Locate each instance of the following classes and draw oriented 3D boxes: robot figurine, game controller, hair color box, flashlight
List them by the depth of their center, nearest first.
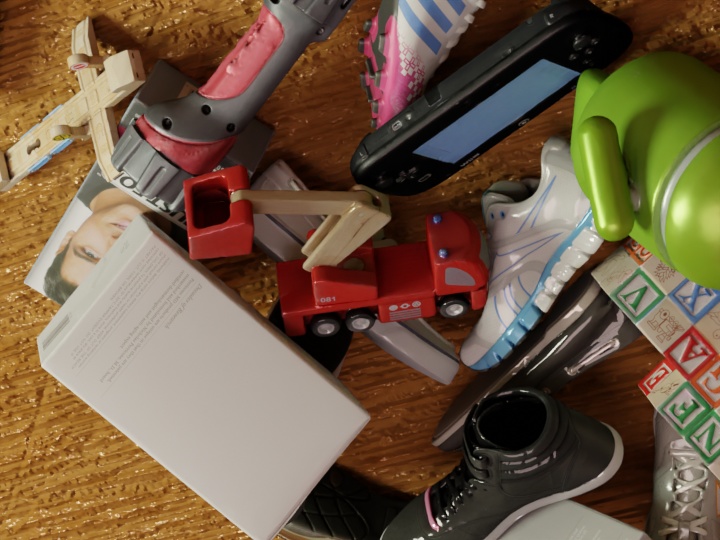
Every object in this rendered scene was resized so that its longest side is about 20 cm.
[{"bbox_3d":[0.212,-0.063,1.447,0.174,0.200,0.117,-10,122,-27],"label":"robot figurine"},{"bbox_3d":[0.086,-0.110,1.504,0.199,0.042,0.104,-34,151,23],"label":"game controller"},{"bbox_3d":[-0.086,-0.135,1.527,0.068,0.068,0.201,42,104,22],"label":"flashlight"},{"bbox_3d":[-0.154,-0.045,1.656,0.099,0.061,0.200,32,128,-6],"label":"hair color box"}]

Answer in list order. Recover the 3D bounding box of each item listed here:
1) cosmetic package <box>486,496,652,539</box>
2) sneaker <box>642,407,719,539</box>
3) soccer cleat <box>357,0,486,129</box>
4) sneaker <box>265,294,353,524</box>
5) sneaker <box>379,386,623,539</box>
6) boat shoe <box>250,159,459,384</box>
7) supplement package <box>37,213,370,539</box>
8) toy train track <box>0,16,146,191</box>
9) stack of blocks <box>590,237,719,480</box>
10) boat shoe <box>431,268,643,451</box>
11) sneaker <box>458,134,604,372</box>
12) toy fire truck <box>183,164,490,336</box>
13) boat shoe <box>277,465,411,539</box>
[{"bbox_3d":[0.133,0.221,1.665,0.090,0.107,0.199,42,168,-34],"label":"cosmetic package"},{"bbox_3d":[0.242,0.170,1.669,0.075,0.092,0.201,7,126,11],"label":"sneaker"},{"bbox_3d":[0.048,-0.167,1.502,0.085,0.070,0.201,-5,137,-11],"label":"soccer cleat"},{"bbox_3d":[-0.054,0.084,1.713,0.067,0.108,0.203,12,93,-8],"label":"sneaker"},{"bbox_3d":[0.080,0.143,1.633,0.199,0.071,0.099,-29,137,20],"label":"sneaker"},{"bbox_3d":[0.000,0.000,1.633,0.200,0.072,0.066,39,85,2],"label":"boat shoe"},{"bbox_3d":[-0.110,0.074,1.585,0.200,0.121,0.120,40,89,-12],"label":"supplement package"},{"bbox_3d":[-0.218,-0.104,1.617,0.200,0.032,0.116,-31,68,48],"label":"toy train track"},{"bbox_3d":[0.248,0.059,1.578,0.115,0.059,0.200,-42,107,5],"label":"stack of blocks"},{"bbox_3d":[0.128,0.080,1.656,0.057,0.067,0.200,39,123,-7],"label":"boat shoe"},{"bbox_3d":[0.113,-0.016,1.598,0.086,0.075,0.201,35,122,2],"label":"sneaker"},{"bbox_3d":[-0.012,-0.017,1.525,0.198,0.049,0.142,-8,144,-1],"label":"toy fire truck"},{"bbox_3d":[-0.006,0.211,1.787,0.198,0.076,0.074,20,132,3],"label":"boat shoe"}]
